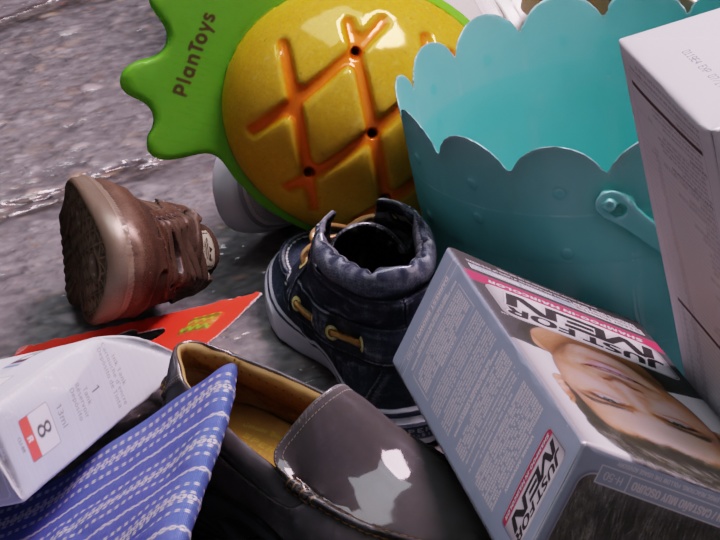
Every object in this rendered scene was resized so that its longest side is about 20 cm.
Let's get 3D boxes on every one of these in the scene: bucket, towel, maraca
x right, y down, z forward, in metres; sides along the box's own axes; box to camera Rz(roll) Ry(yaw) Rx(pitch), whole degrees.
[{"bbox_3d":[0.121,-0.038,1.112,0.207,0.135,0.207,-7,25,3],"label":"bucket"},{"bbox_3d":[-0.119,0.117,0.912,0.145,0.024,0.200,-33,18,20],"label":"towel"},{"bbox_3d":[-0.019,-0.088,1.201,0.200,0.137,0.107,18,11,-11],"label":"maraca"}]

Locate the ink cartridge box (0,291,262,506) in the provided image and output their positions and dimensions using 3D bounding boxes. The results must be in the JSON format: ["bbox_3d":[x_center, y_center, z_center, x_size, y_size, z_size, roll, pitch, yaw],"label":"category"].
[{"bbox_3d":[-0.159,0.049,1.062,0.162,0.050,0.200,-13,20,35],"label":"ink cartridge box"}]

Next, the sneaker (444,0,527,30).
[{"bbox_3d":[0.104,-0.137,1.312,0.200,0.081,0.077,-1,54,-41],"label":"sneaker"}]

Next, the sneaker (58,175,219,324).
[{"bbox_3d":[-0.105,-0.015,1.157,0.075,0.071,0.200,-7,4,-11],"label":"sneaker"}]

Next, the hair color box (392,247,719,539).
[{"bbox_3d":[0.088,0.066,0.932,0.099,0.061,0.200,21,15,-19],"label":"hair color box"}]

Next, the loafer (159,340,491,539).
[{"bbox_3d":[-0.011,0.082,0.970,0.200,0.072,0.073,12,30,35],"label":"loafer"}]

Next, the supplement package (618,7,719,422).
[{"bbox_3d":[0.184,0.001,0.923,0.109,0.200,0.114,-17,26,-5],"label":"supplement package"}]

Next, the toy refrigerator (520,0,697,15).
[{"bbox_3d":[0.189,-0.123,1.230,0.200,0.076,0.070,35,52,15],"label":"toy refrigerator"}]

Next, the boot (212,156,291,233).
[{"bbox_3d":[0.009,-0.076,1.301,0.096,0.074,0.200,1,24,35],"label":"boot"}]

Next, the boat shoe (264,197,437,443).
[{"bbox_3d":[0.000,0.000,1.122,0.071,0.091,0.200,-15,25,-14],"label":"boat shoe"}]
